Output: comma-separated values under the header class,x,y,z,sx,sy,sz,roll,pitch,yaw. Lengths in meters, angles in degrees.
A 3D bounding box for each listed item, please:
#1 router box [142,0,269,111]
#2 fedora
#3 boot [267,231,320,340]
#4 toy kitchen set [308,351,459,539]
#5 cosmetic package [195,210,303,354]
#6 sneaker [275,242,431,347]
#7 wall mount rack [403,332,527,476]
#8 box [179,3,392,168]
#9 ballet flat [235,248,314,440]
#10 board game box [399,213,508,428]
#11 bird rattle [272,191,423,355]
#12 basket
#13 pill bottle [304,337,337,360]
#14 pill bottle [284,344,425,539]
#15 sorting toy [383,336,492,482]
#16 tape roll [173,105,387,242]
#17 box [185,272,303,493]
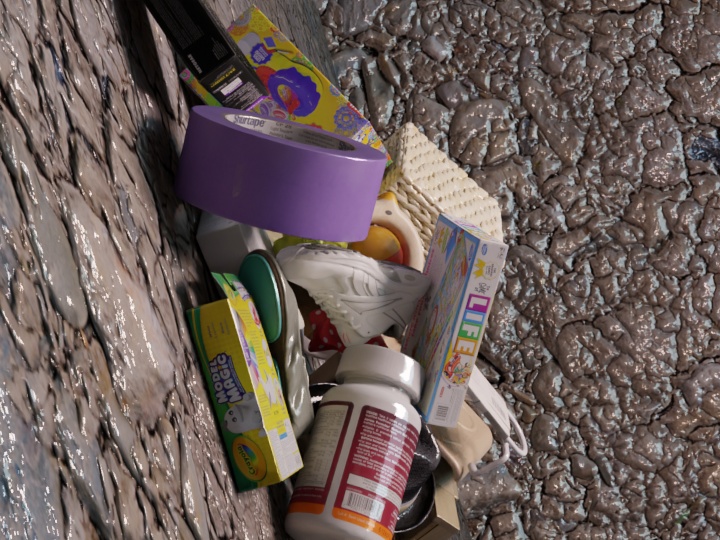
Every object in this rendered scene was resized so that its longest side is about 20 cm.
class,x,y,z,sx,sy,sz,roll,pitch,yaw
router box,-0.179,-0.262,1.411,0.200,0.051,0.149,56,3,13
fedora,0.017,0.189,1.521,0.200,0.092,0.201,22,42,-22
boot,-0.071,-0.003,1.650,0.200,0.073,0.156,37,23,-33
toy kitchen set,-0.005,0.247,1.662,0.180,0.163,0.200,36,26,-27
cosmetic package,-0.114,0.016,1.468,0.151,0.052,0.200,-90,161,-67
sneaker,-0.010,0.030,1.424,0.200,0.078,0.100,15,89,-39
wall mount rack,0.115,0.142,1.620,0.200,0.074,0.174,52,17,-26
box,-0.083,-0.176,1.621,0.200,0.122,0.193,47,1,13
ballet flat,-0.083,0.076,1.379,0.064,0.067,0.201,-11,98,-52
board game box,0.092,0.050,1.463,0.134,0.034,0.201,-137,-120,-69
bird rattle,0.000,0.000,1.515,0.200,0.163,0.113,63,-19,-4
basket,0.066,-0.052,1.768,0.198,0.161,0.200,41,23,-15
pill bottle,-0.043,0.018,1.809,0.200,0.111,0.111,-98,169,-57
pill bottle,0.000,0.184,1.397,0.110,0.109,0.201,62,40,-58
sorting toy,0.077,0.161,1.686,0.200,0.036,0.185,52,18,6
tape roll,-0.079,-0.097,1.352,0.200,0.199,0.085,-78,-178,-78
box,-0.111,0.101,1.289,0.117,0.048,0.201,15,60,-82
